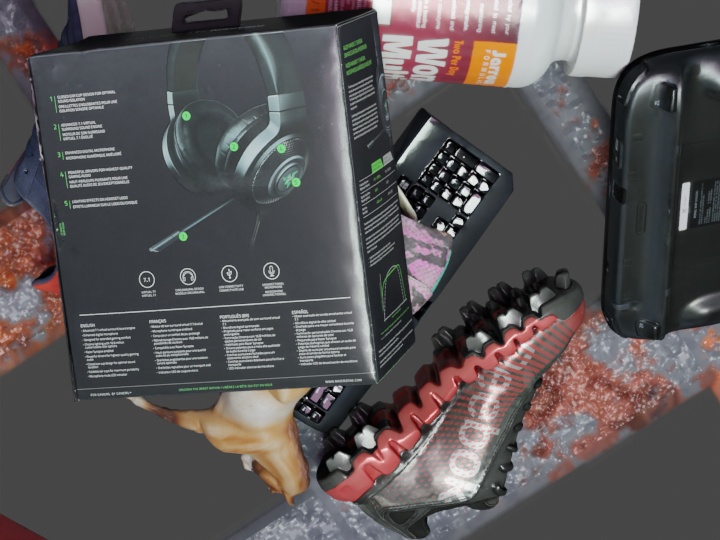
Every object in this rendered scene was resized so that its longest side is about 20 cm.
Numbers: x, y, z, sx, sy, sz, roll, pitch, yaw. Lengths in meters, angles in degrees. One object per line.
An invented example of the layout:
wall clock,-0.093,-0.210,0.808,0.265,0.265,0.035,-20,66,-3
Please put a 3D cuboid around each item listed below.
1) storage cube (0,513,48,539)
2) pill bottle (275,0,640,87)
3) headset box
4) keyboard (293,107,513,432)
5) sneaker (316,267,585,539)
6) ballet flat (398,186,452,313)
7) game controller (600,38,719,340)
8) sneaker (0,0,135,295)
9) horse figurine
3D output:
storage cube,-0.276,0.231,1.242,0.199,0.180,0.172,30,101,-9
pill bottle,0.053,-0.161,1.197,0.198,0.110,0.111,4,104,-4
headset box,-0.073,-0.042,1.126,0.172,0.093,0.202,-5,101,15
keyboard,0.000,0.000,1.271,0.104,0.040,0.201,33,99,-12
sneaker,0.070,0.086,1.282,0.200,0.071,0.098,-43,103,10
ballet flat,-0.030,-0.052,1.229,0.199,0.069,0.071,36,75,16
game controller,0.194,-0.045,1.241,0.103,0.042,0.201,-16,130,-18
sneaker,-0.170,-0.078,1.226,0.084,0.075,0.202,-3,99,10
horse figurine,-0.069,0.053,1.241,0.132,0.050,0.201,33,134,8
